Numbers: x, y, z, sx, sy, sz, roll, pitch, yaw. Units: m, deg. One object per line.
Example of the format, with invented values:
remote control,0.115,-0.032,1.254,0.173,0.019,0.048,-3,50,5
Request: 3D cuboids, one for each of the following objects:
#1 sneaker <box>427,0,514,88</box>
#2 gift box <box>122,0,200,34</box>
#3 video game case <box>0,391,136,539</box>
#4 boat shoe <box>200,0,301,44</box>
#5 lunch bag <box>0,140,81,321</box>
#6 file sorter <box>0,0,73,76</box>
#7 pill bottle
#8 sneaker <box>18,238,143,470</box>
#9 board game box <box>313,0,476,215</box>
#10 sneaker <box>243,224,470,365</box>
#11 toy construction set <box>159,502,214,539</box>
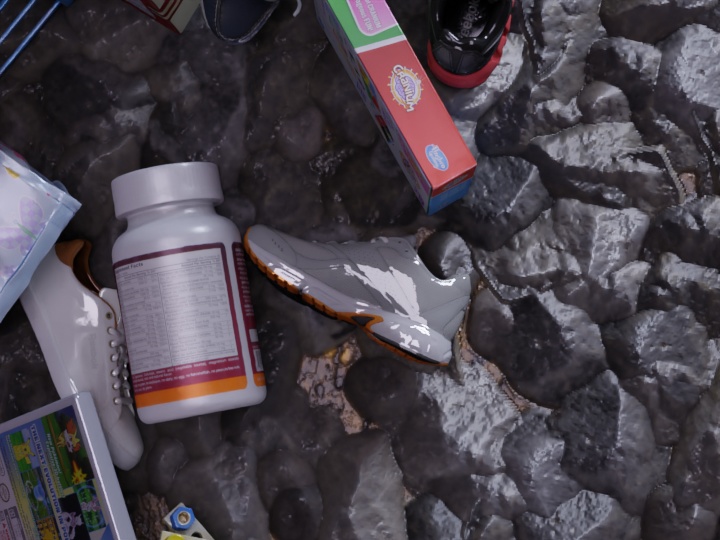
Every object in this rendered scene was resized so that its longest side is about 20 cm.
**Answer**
sneaker,0.103,-0.255,1.249,0.070,0.098,0.202,16,87,7
gift box,-0.173,-0.324,1.229,0.184,0.200,0.188,32,88,0
video game case,-0.259,0.220,1.245,0.181,0.022,0.202,-22,84,33
boat shoe,-0.072,-0.250,1.194,0.074,0.201,0.062,2,49,-33
lunch bag,-0.342,-0.035,1.247,0.199,0.127,0.170,32,89,27
file sorter,-0.349,-0.244,1.236,0.139,0.200,0.123,42,94,6
pill bottle,-0.145,0.019,1.245,0.108,0.110,0.202,-10,86,4
sneaker,-0.217,0.065,1.267,0.084,0.073,0.201,-27,83,5
board game box,0.025,-0.149,1.221,0.040,0.153,0.201,-29,85,-2
sneaker,0.000,0.000,1.261,0.199,0.076,0.093,28,81,-2
toy construction set,-0.088,0.285,1.241,0.198,0.092,0.132,20,67,1
